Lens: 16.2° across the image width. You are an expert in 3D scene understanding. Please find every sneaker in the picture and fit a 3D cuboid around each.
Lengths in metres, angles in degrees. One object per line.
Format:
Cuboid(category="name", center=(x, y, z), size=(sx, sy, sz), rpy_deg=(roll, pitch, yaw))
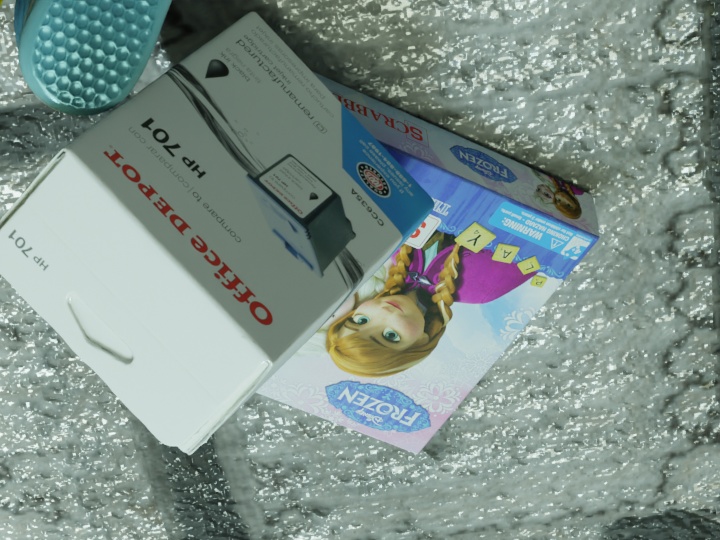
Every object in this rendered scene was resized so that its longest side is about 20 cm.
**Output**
Cuboid(category="sneaker", center=(-0.117, -0.174, 1.262), size=(0.079, 0.131, 0.201), rpy_deg=(31, 88, -14))

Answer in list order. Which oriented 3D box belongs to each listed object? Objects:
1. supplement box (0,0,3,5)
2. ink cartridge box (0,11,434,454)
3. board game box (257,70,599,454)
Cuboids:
Cuboid(category="supplement box", center=(-0.283, -0.118, 1.199), size=(0.199, 0.109, 0.110), rpy_deg=(24, 127, -10))
Cuboid(category="ink cartridge box", center=(-0.071, -0.023, 1.267), size=(0.146, 0.200, 0.086), rpy_deg=(46, 124, -1))
Cuboid(category="board game box", center=(0.000, 0.000, 1.446), size=(0.199, 0.041, 0.200), rpy_deg=(22, 127, -22))
